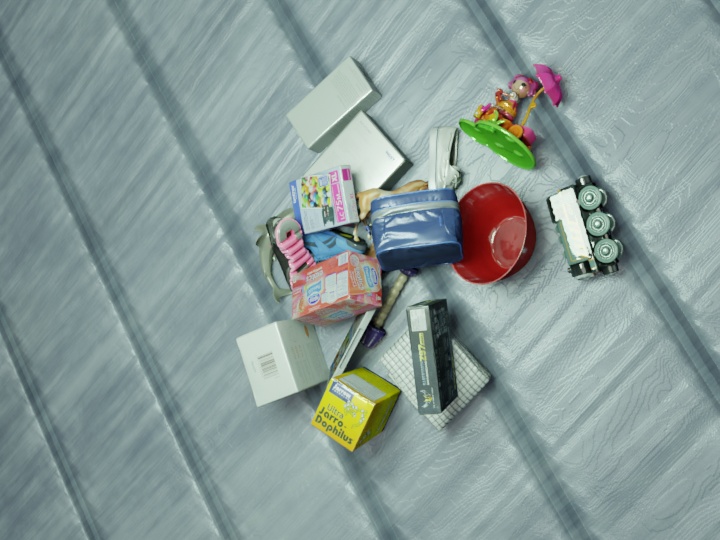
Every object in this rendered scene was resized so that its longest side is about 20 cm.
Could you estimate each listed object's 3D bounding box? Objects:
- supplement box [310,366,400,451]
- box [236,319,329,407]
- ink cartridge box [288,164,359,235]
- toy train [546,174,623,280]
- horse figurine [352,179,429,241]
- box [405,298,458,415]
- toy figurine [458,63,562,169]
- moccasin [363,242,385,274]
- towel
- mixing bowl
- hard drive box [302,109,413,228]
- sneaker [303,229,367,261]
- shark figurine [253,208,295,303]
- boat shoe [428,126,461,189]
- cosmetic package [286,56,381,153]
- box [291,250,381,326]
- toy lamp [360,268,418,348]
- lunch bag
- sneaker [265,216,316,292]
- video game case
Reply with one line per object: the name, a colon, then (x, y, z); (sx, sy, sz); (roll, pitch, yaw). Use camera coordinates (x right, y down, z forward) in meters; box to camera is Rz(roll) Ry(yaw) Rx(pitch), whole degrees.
supplement box: (-0.005, 0.288, 1.487); (0.107, 0.199, 0.112); (28, 98, 18)
box: (-0.165, 0.196, 1.546); (0.104, 0.199, 0.156); (-22, 82, 16)
ink cartridge box: (-0.091, -0.146, 1.517); (0.197, 0.041, 0.123); (-10, 90, 46)
toy train: (0.445, -0.082, 1.393); (0.112, 0.085, 0.205); (-18, 85, 31)
horse figurine: (0.050, -0.128, 1.493); (0.194, 0.050, 0.136); (3, 100, 0)
box: (0.142, 0.163, 1.367); (0.050, 0.157, 0.206); (-6, 91, 21)
toy figurine: (0.324, -0.335, 1.432); (0.199, 0.150, 0.186); (33, 87, 41)
moccasin: (-0.001, 0.000, 1.557); (0.202, 0.073, 0.078); (-48, 60, 18)
towel: (0.158, 0.209, 1.492); (0.200, 0.085, 0.166); (47, 106, 13)
mixing bowl: (0.279, -0.066, 1.419); (0.197, 0.107, 0.206); (-12, 73, 44)
hard drive box: (-0.007, -0.222, 1.558); (0.200, 0.077, 0.157); (-44, 76, 15)
sneaker: (-0.058, -0.050, 1.557); (0.198, 0.065, 0.081); (20, 100, 45)
shark figurine: (-0.215, -0.039, 1.630); (0.125, 0.089, 0.221); (4, 89, 21)
boat shoe: (0.182, -0.207, 1.491); (0.064, 0.073, 0.206); (-2, 90, 24)
cosmetic package: (-0.060, -0.371, 1.583); (0.199, 0.074, 0.103); (-38, 77, 18)
box: (-0.052, 0.042, 1.463); (0.198, 0.093, 0.105); (-23, 60, 45)
toy lamp: (0.058, 0.076, 1.542); (0.057, 0.058, 0.203); (29, 99, 18)
lunch bag: (0.104, -0.087, 1.397); (0.194, 0.136, 0.136); (-6, 71, 7)
sneaker: (-0.161, -0.036, 1.567); (0.094, 0.078, 0.204); (22, 136, 43)
video game case: (-0.019, 0.150, 1.527); (0.018, 0.143, 0.203); (27, 99, -5)
